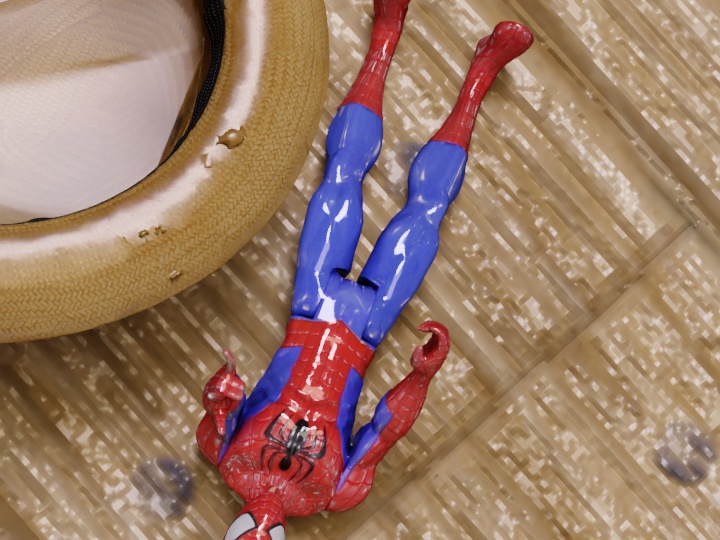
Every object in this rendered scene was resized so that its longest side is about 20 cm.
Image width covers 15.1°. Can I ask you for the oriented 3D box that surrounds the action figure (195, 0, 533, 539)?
[{"bbox_3d":[0.000,0.000,0.834,0.065,0.099,0.200,21,76,-4],"label":"action figure"}]

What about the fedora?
[{"bbox_3d":[-0.112,-0.063,0.833,0.200,0.082,0.201,2,76,-9],"label":"fedora"}]
